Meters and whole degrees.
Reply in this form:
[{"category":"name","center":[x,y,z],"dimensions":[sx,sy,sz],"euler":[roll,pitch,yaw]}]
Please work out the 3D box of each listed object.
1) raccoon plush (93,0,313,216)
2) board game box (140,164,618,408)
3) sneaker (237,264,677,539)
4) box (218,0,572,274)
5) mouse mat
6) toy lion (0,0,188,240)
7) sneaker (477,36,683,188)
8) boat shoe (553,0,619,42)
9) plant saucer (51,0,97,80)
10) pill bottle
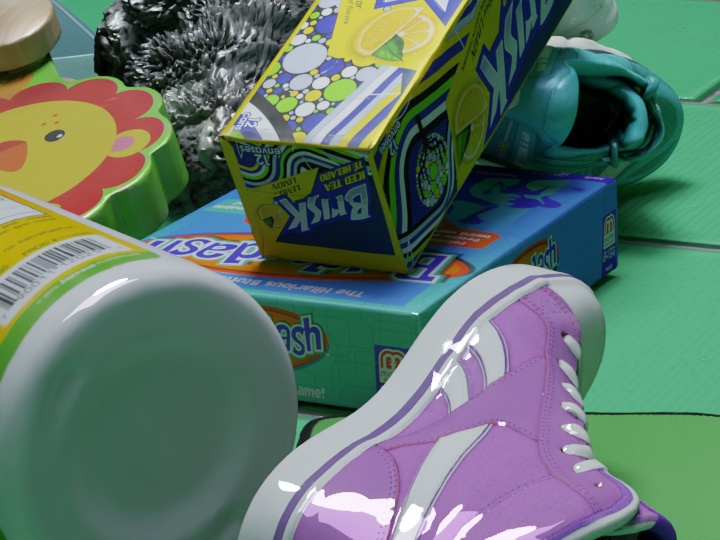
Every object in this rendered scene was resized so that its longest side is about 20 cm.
[{"category":"raccoon plush","center":[-0.044,-0.112,1.300],"dimensions":[0.096,0.201,0.134],"euler":[23,10,-36]},{"category":"board game box","center":[0.000,0.000,1.155],"dimensions":[0.151,0.045,0.200],"euler":[6,20,25]},{"category":"sneaker","center":[0.058,0.067,0.886],"dimensions":[0.114,0.073,0.200],"euler":[11,32,26]},{"category":"box","center":[0.022,-0.089,1.132],"dimensions":[0.070,0.065,0.200],"euler":[6,44,27]},{"category":"mouse mat","center":[0.070,0.078,0.961],"dimensions":[0.199,0.008,0.161],"euler":[1,18,6]},{"category":"toy lion","center":[-0.180,-0.038,1.242],"dimensions":[0.199,0.069,0.192],"euler":[-21,34,-5]},{"category":"sneaker","center":[0.101,-0.065,1.259],"dimensions":[0.079,0.078,0.200],"euler":[13,5,29]},{"category":"boat shoe","center":[0.038,-0.087,1.366],"dimensions":[0.201,0.086,0.075],"euler":[-32,36,17]},{"category":"plant saucer","center":[-0.193,-0.139,1.675],"dimensions":[0.070,0.019,0.200],"euler":[-8,19,-16]},{"category":"pill bottle","center":[-0.119,0.032,0.957],"dimensions":[0.111,0.112,0.200],"euler":[-14,20,-32]}]
